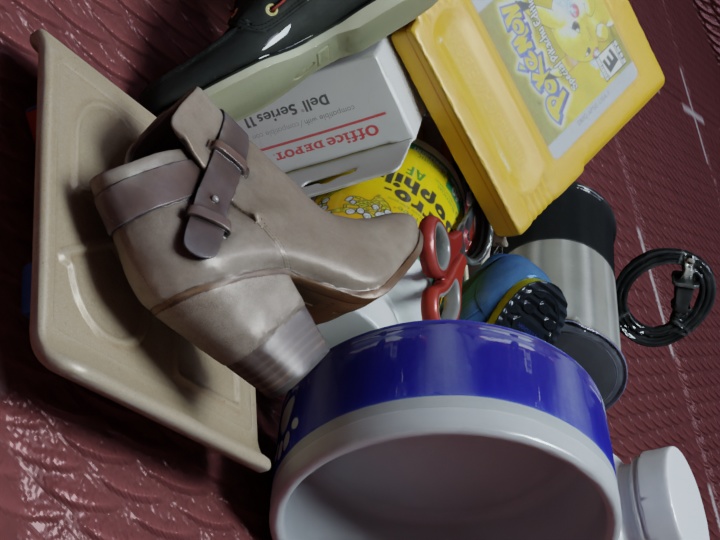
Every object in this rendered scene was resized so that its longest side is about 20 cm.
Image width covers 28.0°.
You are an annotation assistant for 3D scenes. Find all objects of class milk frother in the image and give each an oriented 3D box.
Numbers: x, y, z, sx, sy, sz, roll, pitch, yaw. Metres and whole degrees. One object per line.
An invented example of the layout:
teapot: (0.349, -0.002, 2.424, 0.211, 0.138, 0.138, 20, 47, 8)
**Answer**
milk frother: (0.210, 0.043, 1.237, 0.188, 0.199, 0.181, -83, 164, -48)

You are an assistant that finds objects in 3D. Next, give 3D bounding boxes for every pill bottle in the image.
pill bottle: (0.126, 0.182, 0.972, 0.112, 0.199, 0.112, 47, 33, -45)
pill bottle: (0.000, 0.000, 0.930, 0.113, 0.112, 0.200, 62, 26, -23)

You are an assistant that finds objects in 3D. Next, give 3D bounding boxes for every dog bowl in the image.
dog bowl: (0.048, 0.121, 0.843, 0.200, 0.200, 0.079, 52, 28, -39)

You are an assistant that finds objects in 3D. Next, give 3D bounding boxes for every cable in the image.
cable: (0.068, -0.085, 1.038, 0.097, 0.050, 0.201, -46, 129, -46)

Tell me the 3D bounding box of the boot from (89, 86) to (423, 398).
boot: (-0.050, -0.031, 0.757, 0.146, 0.070, 0.200, 54, 34, -9)

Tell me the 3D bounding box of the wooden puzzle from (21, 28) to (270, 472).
wooden puzzle: (-0.119, -0.003, 0.760, 0.185, 0.046, 0.201, 39, 35, -53)

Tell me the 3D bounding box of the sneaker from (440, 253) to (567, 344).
sneaker: (0.051, 0.072, 0.962, 0.066, 0.200, 0.078, 43, -4, -36)

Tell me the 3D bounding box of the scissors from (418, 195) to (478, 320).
scissors: (0.063, -0.010, 0.929, 0.200, 0.014, 0.073, -38, 121, -72)

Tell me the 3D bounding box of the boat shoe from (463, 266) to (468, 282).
boat shoe: (0.067, 0.056, 1.107, 0.071, 0.062, 0.201, 13, 63, -66)

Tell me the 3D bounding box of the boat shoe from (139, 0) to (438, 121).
boat shoe: (-0.049, -0.144, 0.867, 0.063, 0.201, 0.074, 57, -11, 5)

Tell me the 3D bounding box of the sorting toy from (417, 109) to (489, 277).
sorting toy: (0.086, -0.061, 1.200, 0.200, 0.106, 0.181, -88, 169, -68)

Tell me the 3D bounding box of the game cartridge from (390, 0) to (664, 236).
game cartridge: (0.118, -0.150, 0.990, 0.200, 0.032, 0.177, -45, 114, -35)

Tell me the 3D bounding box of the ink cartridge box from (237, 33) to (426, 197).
ink cartridge box: (-0.017, -0.127, 0.976, 0.200, 0.117, 0.067, -72, 141, -55)
